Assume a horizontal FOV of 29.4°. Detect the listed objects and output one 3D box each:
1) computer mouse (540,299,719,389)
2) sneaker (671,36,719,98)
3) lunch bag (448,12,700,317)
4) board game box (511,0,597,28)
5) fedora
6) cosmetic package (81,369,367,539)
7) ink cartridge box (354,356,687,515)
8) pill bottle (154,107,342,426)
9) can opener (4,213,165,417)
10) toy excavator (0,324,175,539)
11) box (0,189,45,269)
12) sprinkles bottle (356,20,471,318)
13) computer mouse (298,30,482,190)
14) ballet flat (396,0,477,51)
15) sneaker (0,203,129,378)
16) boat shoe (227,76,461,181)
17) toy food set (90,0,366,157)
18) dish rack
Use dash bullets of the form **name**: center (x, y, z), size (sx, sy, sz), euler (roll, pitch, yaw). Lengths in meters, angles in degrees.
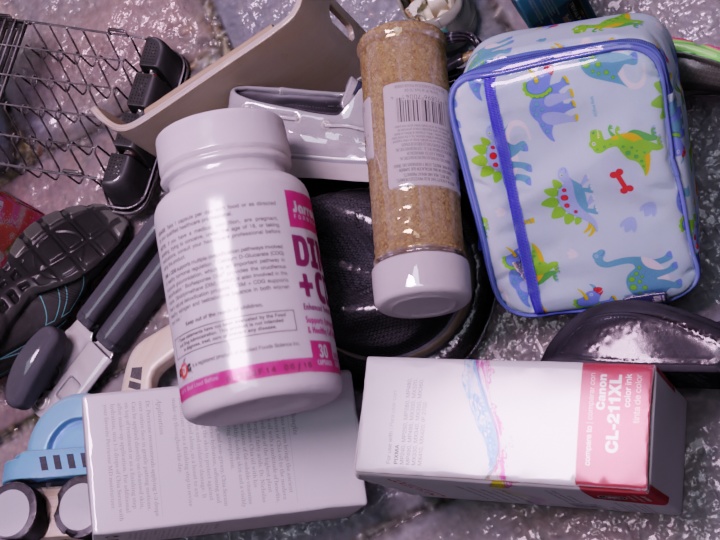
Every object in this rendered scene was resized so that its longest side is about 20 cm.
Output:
- **computer mouse**: center (0.219, 0.049, 0.917), size (0.198, 0.138, 0.053), euler (1, 77, 25)
- **sneaker**: center (0.187, -0.117, 1.010), size (0.198, 0.077, 0.085), euler (-13, 83, 27)
- **lunch bag**: center (0.149, -0.067, 0.950), size (0.159, 0.083, 0.202), euler (-5, 117, 19)
- **board game box**: center (0.105, -0.258, 1.026), size (0.047, 0.151, 0.201), euler (-33, 68, 10)
- **fedora**: center (0.000, 0.000, 1.028), size (0.198, 0.091, 0.204), euler (-2, 84, 21)
- **cosmetic package**: center (-0.102, 0.138, 1.008), size (0.197, 0.071, 0.103), euler (-4, 73, -13)
- **ink cartridge box**: center (0.112, 0.113, 0.936), size (0.197, 0.146, 0.084), euler (1, 76, 22)
- **pill bottle**: center (-0.083, -0.002, 0.954), size (0.112, 0.113, 0.203), euler (-15, 77, 18)
- **can opener**: center (-0.217, 0.039, 1.132), size (0.053, 0.067, 0.201), euler (39, 94, 24)
- **toy excavator**: center (-0.190, 0.123, 1.094), size (0.192, 0.100, 0.203), euler (-7, 66, 19)
- **box**: center (-0.368, 0.014, 1.184), size (0.099, 0.095, 0.202), euler (25, 87, 26)
- **sprinkles bottle**: center (0.037, -0.071, 0.957), size (0.067, 0.068, 0.203), euler (-10, 70, 19)
- **computer mouse**: center (0.012, -0.126, 1.077), size (0.199, 0.034, 0.059), euler (-35, 77, 23)
- **ballet flat**: center (0.040, -0.270, 1.104), size (0.067, 0.064, 0.202), euler (-26, 69, 14)
- **sneaker**: center (-0.276, 0.021, 1.162), size (0.199, 0.080, 0.075), euler (-40, 60, -13)
- **boat shoe**: center (-0.004, -0.112, 1.035), size (0.197, 0.072, 0.069), euler (3, 117, 8)
- **toy food set**: center (-0.096, -0.151, 1.087), size (0.199, 0.143, 0.061), euler (-32, 66, 12)
- **dish rack**: center (-0.260, -0.141, 1.174), size (0.197, 0.055, 0.155), euler (10, 71, 14)
